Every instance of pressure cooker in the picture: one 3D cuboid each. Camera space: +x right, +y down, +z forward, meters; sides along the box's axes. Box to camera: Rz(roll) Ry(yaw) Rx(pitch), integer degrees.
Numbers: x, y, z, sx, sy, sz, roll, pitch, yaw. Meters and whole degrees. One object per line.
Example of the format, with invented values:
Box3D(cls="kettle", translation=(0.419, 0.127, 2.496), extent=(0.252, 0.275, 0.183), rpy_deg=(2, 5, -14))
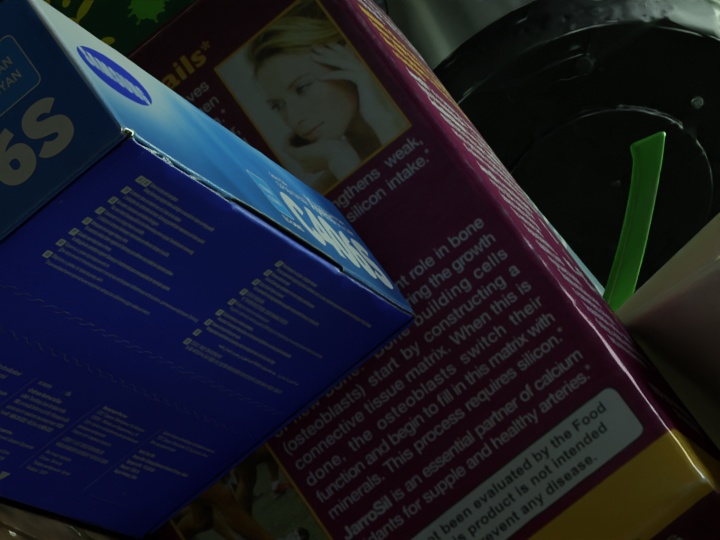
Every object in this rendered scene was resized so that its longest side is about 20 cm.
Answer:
Box3D(cls="pressure cooker", translation=(0.065, -0.072, 1.178), extent=(0.179, 0.176, 0.200), rpy_deg=(50, 10, -36))

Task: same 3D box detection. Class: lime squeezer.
Box3D(cls="lime squeezer", translation=(0.099, 0.063, 0.952), extent=(0.038, 0.070, 0.201), rpy_deg=(138, -69, -77))

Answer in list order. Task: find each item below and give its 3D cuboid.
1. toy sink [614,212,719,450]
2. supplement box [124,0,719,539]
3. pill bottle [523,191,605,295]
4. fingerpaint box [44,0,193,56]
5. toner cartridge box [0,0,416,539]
Box3D(cls="toy sink", translation=(0.160, 0.023, 0.846), extent=(0.130, 0.112, 0.200), rpy_deg=(47, -12, 2))
Box3D(cls="supplement box", translation=(-0.001, 0.028, 0.824), extent=(0.200, 0.131, 0.103), rpy_deg=(55, 8, 21))
Box3D(cls="pill bottle", translation=(0.000, 0.000, 1.011), extent=(0.200, 0.119, 0.120), rpy_deg=(49, 7, -10))
Box3D(cls="fingerpaint box", translation=(-0.087, -0.184, 1.208), extent=(0.073, 0.167, 0.200), rpy_deg=(47, 9, -31))
Box3D(cls="toner cartridge box", translation=(-0.062, 0.006, 0.685), extent=(0.043, 0.095, 0.200), rpy_deg=(52, 6, 20))
